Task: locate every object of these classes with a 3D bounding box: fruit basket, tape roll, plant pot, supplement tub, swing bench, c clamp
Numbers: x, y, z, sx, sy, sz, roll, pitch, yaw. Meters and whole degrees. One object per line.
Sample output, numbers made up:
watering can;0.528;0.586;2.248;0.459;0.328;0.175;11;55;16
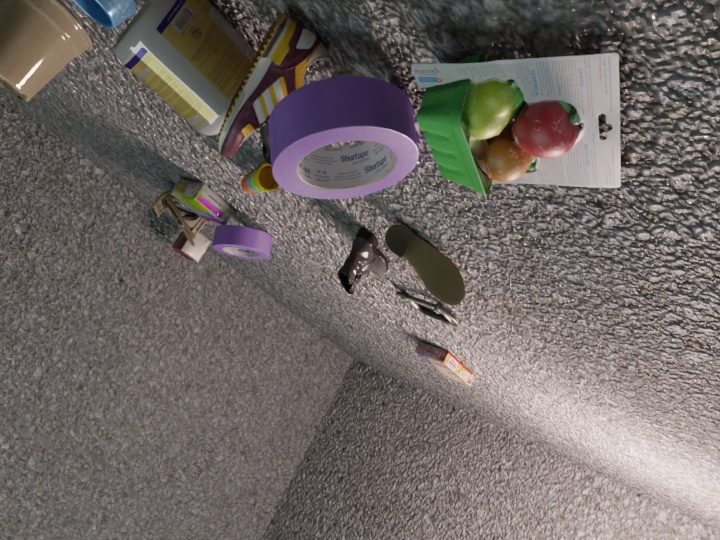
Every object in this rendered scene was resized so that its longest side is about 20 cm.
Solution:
fruit basket;0.166;-0.153;0.553;0.193;0.097;0.186;3;154;30
tape roll;-0.022;-0.164;0.696;0.191;0.068;0.201;-8;165;-2
plant pot;-0.698;-0.468;1.098;0.196;0.187;0.201;29;166;8
tape roll;-0.401;-0.095;1.809;0.191;0.068;0.200;7;169;1
supplement tub;-0.228;-0.292;0.759;0.199;0.149;0.143;41;163;-35
swing bench;-0.683;-0.217;2.048;0.198;0.132;0.198;40;165;-11
c clamp;0.175;0.098;1.458;0.196;0.028;0.171;21;162;41

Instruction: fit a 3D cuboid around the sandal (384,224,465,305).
sandal;0.136;-0.022;1.099;0.210;0.078;0.070;41;-164;-7

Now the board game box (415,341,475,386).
board game box;0.311;0.344;1.956;0.149;0.047;0.199;14;157;50

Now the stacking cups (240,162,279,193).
stacking cups;-0.242;-0.217;1.255;0.060;0.062;0.198;37;171;-25

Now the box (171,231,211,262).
box;-0.865;-0.133;2.714;0.108;0.131;0.197;39;163;-31

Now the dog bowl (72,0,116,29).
dog bowl;-0.447;-0.470;0.831;0.109;0.051;0.200;19;162;40

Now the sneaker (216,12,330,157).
sneaker;-0.117;-0.220;0.696;0.088;0.201;0.076;27;-151;-22

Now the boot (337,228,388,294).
boot;0.000;0.000;1.281;0.068;0.135;0.201;21;163;27

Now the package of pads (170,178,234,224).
package of pads;-0.536;-0.233;1.785;0.196;0.070;0.154;16;160;46

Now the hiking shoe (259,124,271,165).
hiking shoe;-0.153;-0.222;0.978;0.098;0.078;0.201;21;164;23
